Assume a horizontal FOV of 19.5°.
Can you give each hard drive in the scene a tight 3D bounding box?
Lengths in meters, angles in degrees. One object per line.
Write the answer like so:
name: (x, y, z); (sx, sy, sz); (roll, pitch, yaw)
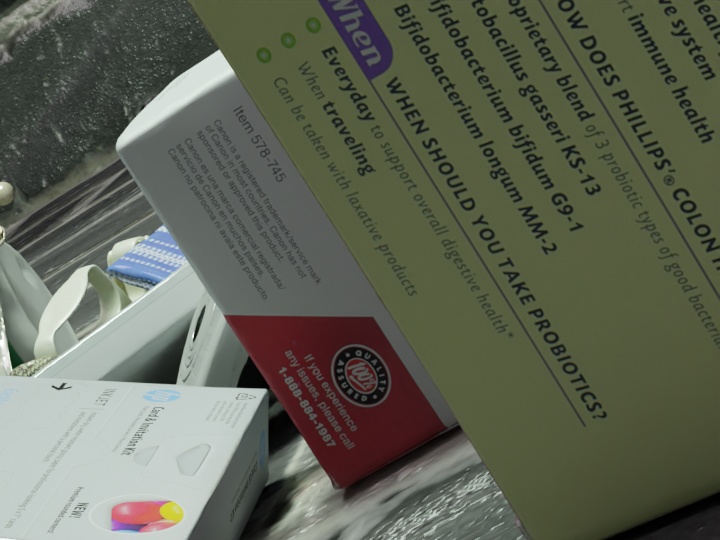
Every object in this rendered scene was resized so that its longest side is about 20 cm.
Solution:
hard drive: (-0.116, 0.061, 0.932); (0.200, 0.027, 0.132); (-38, -14, -25)

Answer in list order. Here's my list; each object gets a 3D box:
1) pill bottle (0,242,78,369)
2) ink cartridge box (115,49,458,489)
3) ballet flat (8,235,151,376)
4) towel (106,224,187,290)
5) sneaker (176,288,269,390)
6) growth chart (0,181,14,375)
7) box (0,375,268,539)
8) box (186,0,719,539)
pill bottle: (-0.268, 0.077, 1.225); (0.199, 0.113, 0.113); (-32, 9, 3)
ink cartridge box: (0.044, -0.050, 0.741); (0.199, 0.146, 0.145); (-30, 10, 13)
ballet flat: (-0.123, 0.025, 1.123); (0.068, 0.075, 0.200); (-30, 9, 35)
towel: (-0.022, -0.045, 1.110); (0.144, 0.024, 0.200); (12, 42, 40)
sneaker: (0.000, 0.000, 0.874); (0.073, 0.111, 0.201); (156, 135, -72)
growth chart: (-0.241, 0.061, 1.137); (0.144, 0.201, 0.018); (-23, -32, 19)
box: (-0.142, 0.078, 0.729); (0.199, 0.041, 0.156); (2, 17, 8)
box: (0.092, -0.055, 0.512); (0.199, 0.176, 0.097); (-28, 11, 30)
